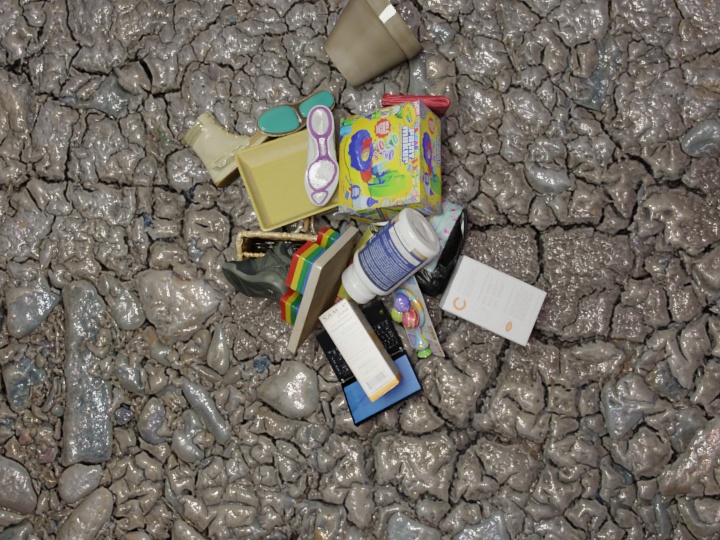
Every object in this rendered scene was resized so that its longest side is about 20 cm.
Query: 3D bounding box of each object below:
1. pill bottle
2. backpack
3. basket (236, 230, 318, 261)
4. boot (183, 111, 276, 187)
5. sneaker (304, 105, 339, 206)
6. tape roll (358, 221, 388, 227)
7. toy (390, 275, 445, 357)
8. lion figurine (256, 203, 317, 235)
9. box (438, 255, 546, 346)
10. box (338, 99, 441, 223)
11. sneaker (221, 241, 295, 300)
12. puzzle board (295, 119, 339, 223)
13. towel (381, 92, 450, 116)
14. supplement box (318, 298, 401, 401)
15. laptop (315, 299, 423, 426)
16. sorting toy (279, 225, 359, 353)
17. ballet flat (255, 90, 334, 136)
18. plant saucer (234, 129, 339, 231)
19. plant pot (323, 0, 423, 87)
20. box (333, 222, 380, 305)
[{"bbox_3d":[0.055,-0.022,1.093,0.199,0.111,0.112,-40,86,29],"label":"pill bottle"},{"bbox_3d":[0.160,-0.060,1.193,0.124,0.167,0.205,23,84,9],"label":"backpack"},{"bbox_3d":[-0.171,-0.007,1.211,0.194,0.149,0.148,5,89,3],"label":"basket"},{"bbox_3d":[-0.300,-0.314,1.267,0.199,0.073,0.157,-40,85,5],"label":"boot"},{"bbox_3d":[-0.078,-0.239,1.162,0.072,0.100,0.207,3,92,1],"label":"sneaker"},{"bbox_3d":[0.045,-0.204,1.259,0.196,0.037,0.210,0,88,3],"label":"tape roll"},{"bbox_3d":[0.103,0.102,1.175,0.047,0.114,0.204,-36,114,-26],"label":"toy"},{"bbox_3d":[-0.171,-0.154,1.246,0.194,0.073,0.126,16,77,7],"label":"lion figurine"},{"bbox_3d":[0.288,0.065,1.207,0.196,0.097,0.127,24,90,3],"label":"box"},{"bbox_3d":[0.063,-0.218,1.136,0.188,0.121,0.207,-4,81,30],"label":"box"},{"bbox_3d":[-0.201,-0.004,1.143,0.195,0.115,0.077,5,133,39],"label":"sneaker"},{"bbox_3d":[-0.103,-0.228,1.258,0.147,0.017,0.206,-15,84,20],"label":"puzzle board"},{"bbox_3d":[0.117,-0.352,1.176,0.140,0.200,0.023,4,98,3],"label":"towel"},{"bbox_3d":[0.003,0.162,1.143,0.073,0.126,0.203,-34,82,4],"label":"supplement box"},{"bbox_3d":[0.017,0.204,1.215,0.174,0.103,0.204,-27,101,2],"label":"laptop"},{"bbox_3d":[-0.093,0.023,1.079,0.068,0.200,0.203,25,120,8],"label":"sorting toy"},{"bbox_3d":[-0.148,-0.347,1.240,0.196,0.065,0.072,-24,91,-18],"label":"ballet flat"},{"bbox_3d":[-0.155,-0.193,1.200,0.195,0.049,0.204,-20,73,-13],"label":"plant saucer"},{"bbox_3d":[0.016,-0.513,1.206,0.172,0.200,0.202,-36,87,18],"label":"plant pot"},{"bbox_3d":[0.000,0.000,1.216,0.074,0.050,0.202,31,107,-19],"label":"box"}]
